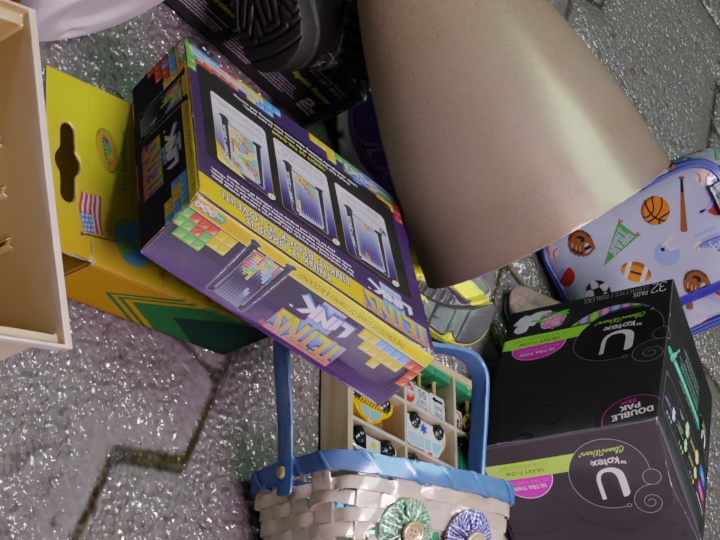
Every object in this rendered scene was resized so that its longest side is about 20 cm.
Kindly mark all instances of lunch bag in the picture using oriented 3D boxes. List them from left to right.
[{"bbox_3d":[0.275,-0.009,1.510,0.161,0.199,0.076,64,25,-5],"label":"lunch bag"}]

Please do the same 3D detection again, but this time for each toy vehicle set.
[{"bbox_3d":[0.043,0.123,1.258,0.199,0.026,0.125,31,48,-43],"label":"toy vehicle set"}]

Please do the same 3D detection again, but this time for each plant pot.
[{"bbox_3d":[0.084,-0.121,1.137,0.201,0.186,0.187,63,34,-6],"label":"plant pot"}]

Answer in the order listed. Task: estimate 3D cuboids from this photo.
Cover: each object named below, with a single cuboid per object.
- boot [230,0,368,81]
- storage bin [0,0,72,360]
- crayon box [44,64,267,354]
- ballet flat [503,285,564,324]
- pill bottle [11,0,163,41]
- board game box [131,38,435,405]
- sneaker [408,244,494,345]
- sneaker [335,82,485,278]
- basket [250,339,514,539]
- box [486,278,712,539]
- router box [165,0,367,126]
[{"bbox_3d":[-0.027,-0.234,1.194,0.157,0.079,0.213,-7,89,-49],"label":"boot"},{"bbox_3d":[-0.262,-0.054,0.861,0.198,0.093,0.202,14,61,-51],"label":"storage bin"},{"bbox_3d":[-0.139,-0.035,1.064,0.199,0.050,0.128,26,52,-47],"label":"crayon box"},{"bbox_3d":[0.204,0.081,1.477,0.200,0.067,0.068,50,37,-25],"label":"ballet flat"},{"bbox_3d":[-0.195,-0.257,1.054,0.114,0.114,0.202,-18,87,-57],"label":"pill bottle"},{"bbox_3d":[-0.050,-0.029,1.044,0.199,0.057,0.166,35,27,-31],"label":"board game box"},{"bbox_3d":[0.000,0.000,1.235,0.199,0.085,0.075,36,67,-11],"label":"sneaker"},{"bbox_3d":[0.048,-0.074,1.327,0.080,0.083,0.202,-27,93,-57],"label":"sneaker"},{"bbox_3d":[0.018,0.138,1.097,0.175,0.139,0.202,11,66,-35],"label":"basket"},{"bbox_3d":[0.190,0.120,1.323,0.200,0.147,0.125,-67,138,-56],"label":"box"},{"bbox_3d":[-0.071,-0.227,1.260,0.200,0.062,0.151,39,42,-37],"label":"router box"}]
